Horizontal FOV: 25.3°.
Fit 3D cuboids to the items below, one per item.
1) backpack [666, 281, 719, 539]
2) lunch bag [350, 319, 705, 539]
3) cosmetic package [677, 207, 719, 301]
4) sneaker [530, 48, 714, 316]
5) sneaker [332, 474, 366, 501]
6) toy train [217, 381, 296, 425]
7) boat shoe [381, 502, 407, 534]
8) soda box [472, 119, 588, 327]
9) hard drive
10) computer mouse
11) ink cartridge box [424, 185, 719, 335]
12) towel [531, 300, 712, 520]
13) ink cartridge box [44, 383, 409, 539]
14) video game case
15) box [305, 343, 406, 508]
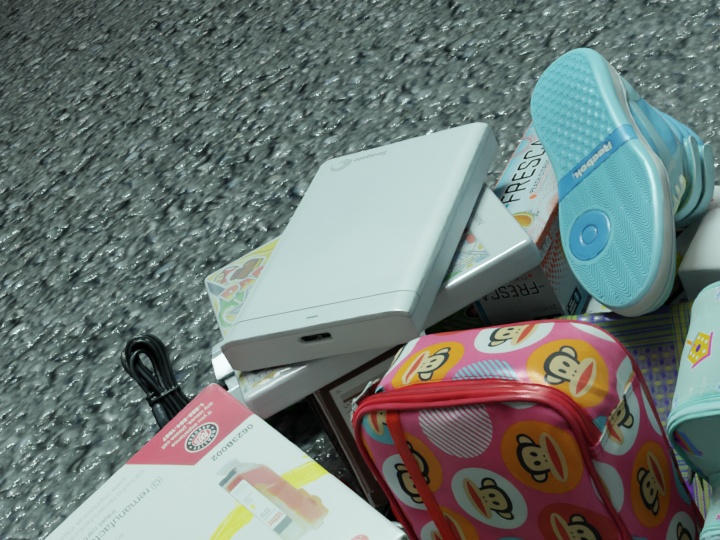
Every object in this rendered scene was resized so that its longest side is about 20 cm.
[{"bbox_3d":[0.245,0.090,0.793,0.175,0.200,0.154,2,54,41],"label":"backpack"},{"bbox_3d":[0.086,0.124,0.877,0.176,0.201,0.082,-7,31,39],"label":"lunch bag"},{"bbox_3d":[0.310,0.011,0.986,0.199,0.102,0.071,-6,33,37],"label":"cosmetic package"},{"bbox_3d":[0.185,-0.041,1.005,0.079,0.130,0.201,-36,44,32],"label":"sneaker"},{"bbox_3d":[-0.040,0.189,1.004,0.077,0.085,0.200,-14,30,21],"label":"sneaker"},{"bbox_3d":[-0.098,0.116,1.221,0.042,0.057,0.200,-2,35,40],"label":"toy train"},{"bbox_3d":[0.021,0.183,0.968,0.072,0.068,0.200,-28,25,25],"label":"boat shoe"},{"bbox_3d":[0.133,-0.042,1.087,0.063,0.069,0.200,-11,31,35],"label":"soda box"},{"bbox_3d":[0.003,-0.018,1.015,0.131,0.027,0.200,-12,31,29],"label":"hard drive"},{"bbox_3d":[-0.073,0.070,1.200,0.199,0.110,0.044,-22,-19,-38],"label":"computer mouse"},{"bbox_3d":[0.168,0.024,1.109,0.200,0.084,0.145,-40,29,-24],"label":"ink cartridge box"},{"bbox_3d":[0.149,0.096,0.966,0.199,0.144,0.023,-11,-9,31],"label":"towel"},{"bbox_3d":[-0.065,0.173,0.899,0.145,0.084,0.200,-43,40,-14],"label":"ink cartridge box"},{"bbox_3d":[0.000,0.000,1.039,0.199,0.023,0.182,-30,27,0],"label":"video game case"},{"bbox_3d":[0.000,0.079,1.092,0.075,0.100,0.200,-28,10,-3],"label":"box"}]
